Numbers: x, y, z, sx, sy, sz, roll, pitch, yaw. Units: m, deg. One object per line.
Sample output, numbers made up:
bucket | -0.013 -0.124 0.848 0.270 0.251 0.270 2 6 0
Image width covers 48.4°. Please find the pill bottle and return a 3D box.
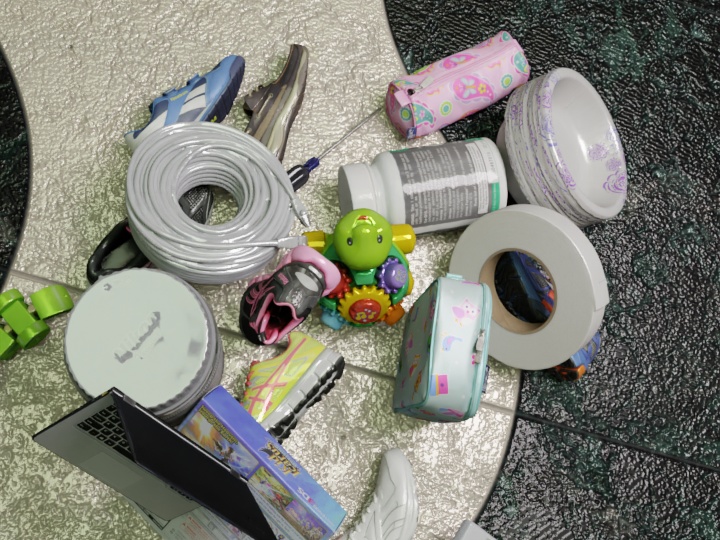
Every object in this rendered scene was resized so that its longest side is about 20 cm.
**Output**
pill bottle | 0.077 -0.101 1.025 0.198 0.113 0.114 -10 77 -11

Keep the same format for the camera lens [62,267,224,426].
camera lens | -0.234 0.091 0.889 0.158 0.200 0.162 2 76 -7

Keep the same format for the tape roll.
tape roll | 0.199 0.021 0.972 0.037 0.203 0.204 -21 77 -46

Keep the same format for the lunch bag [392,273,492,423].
lunch bag | 0.096 0.092 0.932 0.076 0.200 0.162 13 75 -6

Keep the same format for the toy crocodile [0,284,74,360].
toy crocodile | -0.428 0.087 0.943 0.200 0.062 0.068 -43 85 -10

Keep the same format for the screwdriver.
screwdriver | -0.045 -0.157 1.071 0.200 0.029 0.028 -41 84 -19

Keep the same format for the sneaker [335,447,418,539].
sneaker | 0.015 0.308 0.934 0.098 0.078 0.202 6 74 -2

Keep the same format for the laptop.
laptop | -0.197 0.214 0.766 0.187 0.199 0.116 45 30 -30

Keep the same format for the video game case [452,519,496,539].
video game case | 0.149 0.420 0.922 0.200 0.022 0.183 39 73 -15

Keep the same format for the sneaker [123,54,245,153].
sneaker | -0.223 -0.212 1.035 0.082 0.074 0.201 35 73 4

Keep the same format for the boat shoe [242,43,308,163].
boat shoe | -0.119 -0.213 1.048 0.073 0.075 0.202 17 73 -3

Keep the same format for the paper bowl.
paper bowl | 0.254 -0.150 1.039 0.200 0.104 0.203 19 62 -40

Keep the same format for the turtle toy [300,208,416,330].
turtle toy | 0.000 0.000 0.954 0.144 0.201 0.102 -5 46 -4

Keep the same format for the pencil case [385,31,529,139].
pencil case | 0.129 -0.251 1.085 0.199 0.087 0.088 -26 80 -14

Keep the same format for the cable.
cable | -0.176 -0.082 0.944 0.198 0.069 0.201 -15 69 -23

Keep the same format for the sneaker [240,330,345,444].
sneaker | -0.114 0.155 0.962 0.090 0.078 0.200 40 73 19

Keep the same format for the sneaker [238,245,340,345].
sneaker | -0.101 0.050 0.917 0.079 0.200 0.096 34 53 -9

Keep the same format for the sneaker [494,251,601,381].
sneaker | 0.238 0.044 1.040 0.078 0.075 0.201 -30 86 -28

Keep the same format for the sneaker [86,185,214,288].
sneaker | -0.255 -0.045 0.980 0.080 0.086 0.200 37 74 1

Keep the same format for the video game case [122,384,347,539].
video game case | -0.143 0.258 0.888 0.200 0.045 0.181 44 115 4
